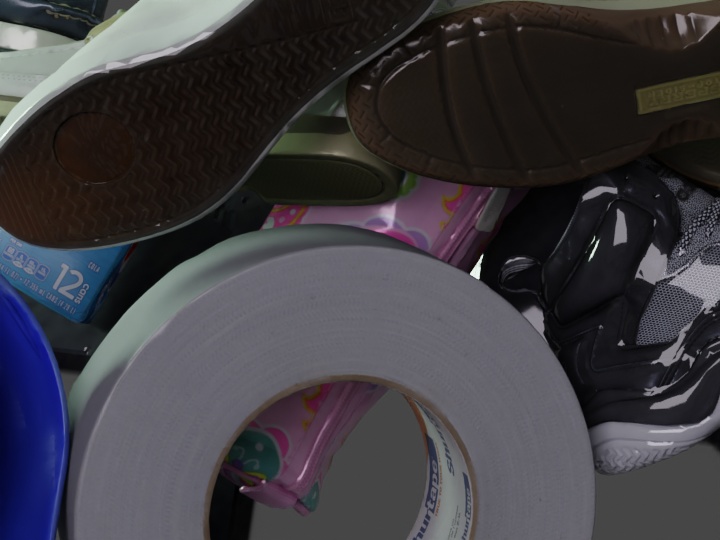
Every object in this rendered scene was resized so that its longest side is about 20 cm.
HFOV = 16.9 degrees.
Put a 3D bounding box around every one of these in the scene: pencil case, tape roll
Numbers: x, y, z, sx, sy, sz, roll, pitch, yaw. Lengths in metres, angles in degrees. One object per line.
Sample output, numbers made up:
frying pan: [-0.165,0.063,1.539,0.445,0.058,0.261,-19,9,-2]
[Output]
pencil case: [0.000,0.000,0.983,0.087,0.087,0.200,35,89,21]
tape roll: [-0.014,0.085,0.919,0.199,0.066,0.201,-2,99,-15]

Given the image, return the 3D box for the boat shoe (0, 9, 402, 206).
boat shoe: [-0.075,-0.070,0.956,0.199,0.075,0.069,6,70,13]

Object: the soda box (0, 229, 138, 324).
soda box: [-0.186,-0.054,1.026,0.199,0.068,0.064,31,88,-2]

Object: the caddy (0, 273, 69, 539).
caddy: [-0.176,0.083,0.846,0.105,0.141,0.201,-16,61,47]

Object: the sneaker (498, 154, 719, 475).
sneaker: [0.149,-0.013,0.934,0.200,0.075,0.114,-33,86,11]

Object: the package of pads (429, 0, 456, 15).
package of pads: [-0.062,-0.174,1.005,0.199,0.154,0.068,24,85,21]

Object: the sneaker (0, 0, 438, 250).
sneaker: [-0.053,-0.079,0.892,0.199,0.073,0.085,-31,26,15]

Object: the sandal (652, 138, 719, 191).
sandal: [0.127,-0.125,0.987,0.080,0.054,0.201,-19,78,13]

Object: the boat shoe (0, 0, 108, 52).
boat shoe: [-0.205,-0.138,1.084,0.199,0.075,0.062,14,84,19]

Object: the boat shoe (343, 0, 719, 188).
boat shoe: [0.087,-0.077,0.920,0.199,0.076,0.072,-5,111,-12]
